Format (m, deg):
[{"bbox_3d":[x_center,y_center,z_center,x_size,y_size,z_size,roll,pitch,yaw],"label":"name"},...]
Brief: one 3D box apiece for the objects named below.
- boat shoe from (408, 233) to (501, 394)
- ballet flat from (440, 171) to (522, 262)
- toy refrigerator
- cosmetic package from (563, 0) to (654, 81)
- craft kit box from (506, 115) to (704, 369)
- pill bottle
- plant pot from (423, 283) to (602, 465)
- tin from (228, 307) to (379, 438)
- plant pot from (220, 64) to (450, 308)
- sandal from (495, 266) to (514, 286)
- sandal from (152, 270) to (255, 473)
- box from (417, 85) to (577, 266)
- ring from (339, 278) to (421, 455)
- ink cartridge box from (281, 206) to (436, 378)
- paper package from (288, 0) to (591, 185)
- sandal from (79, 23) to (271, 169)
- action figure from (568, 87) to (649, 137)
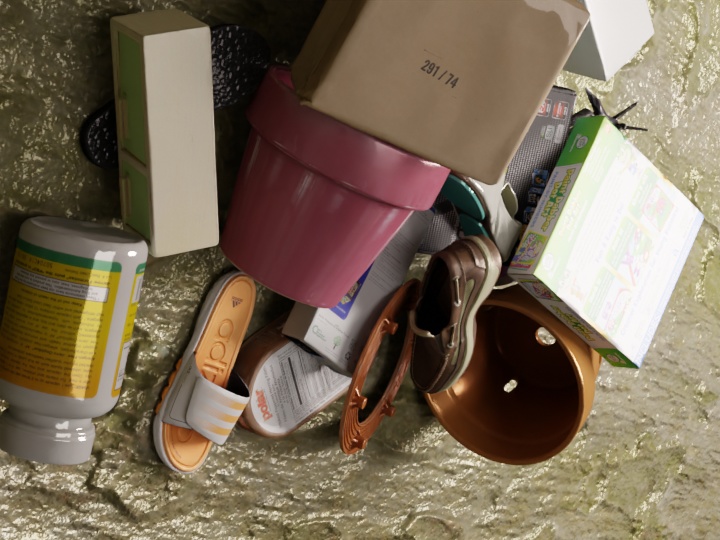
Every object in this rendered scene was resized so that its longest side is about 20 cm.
[{"bbox_3d":[0.077,0.049,1.780,0.075,0.075,0.202,-16,135,-36],"label":"boat shoe"},{"bbox_3d":[0.123,-0.076,1.753,0.069,0.069,0.200,-57,152,-15],"label":"ballet flat"},{"bbox_3d":[-0.173,-0.120,1.510,0.070,0.076,0.200,-13,117,-27],"label":"toy refrigerator"},{"bbox_3d":[0.255,-0.323,1.932,0.102,0.074,0.200,-44,133,-27],"label":"cosmetic package"},{"bbox_3d":[0.265,-0.029,1.847,0.198,0.049,0.200,41,66,-36],"label":"craft kit box"},{"bbox_3d":[-0.257,0.061,1.502,0.113,0.113,0.200,3,102,-47],"label":"pill bottle"},{"bbox_3d":[0.184,0.097,1.938,0.140,0.200,0.200,-38,131,-52],"label":"plant pot"},{"bbox_3d":[-0.056,0.093,1.783,0.200,0.042,0.112,-36,123,-33],"label":"tin"},{"bbox_3d":[-0.038,-0.072,1.642,0.200,0.200,0.179,13,111,-48],"label":"plant pot"},{"bbox_3d":[0.224,-0.052,1.956,0.050,0.203,0.082,55,16,-9],"label":"sandal"},{"bbox_3d":[-0.139,0.103,1.681,0.079,0.059,0.207,17,92,-48],"label":"sandal"},{"bbox_3d":[0.130,-0.110,1.839,0.160,0.044,0.200,9,101,-17],"label":"box"},{"bbox_3d":[0.029,0.104,1.826,0.200,0.019,0.200,-59,163,-30],"label":"ring"},{"bbox_3d":[0.000,0.000,1.757,0.099,0.039,0.200,40,72,-45],"label":"ink cartridge box"},{"bbox_3d":[0.068,-0.202,1.534,0.200,0.103,0.191,23,107,-21],"label":"paper package"},{"bbox_3d":[-0.172,-0.165,1.568,0.200,0.045,0.075,-34,122,-16],"label":"sandal"},{"bbox_3d":[0.218,-0.133,1.938,0.200,0.102,0.119,-30,118,-12],"label":"action figure"}]
